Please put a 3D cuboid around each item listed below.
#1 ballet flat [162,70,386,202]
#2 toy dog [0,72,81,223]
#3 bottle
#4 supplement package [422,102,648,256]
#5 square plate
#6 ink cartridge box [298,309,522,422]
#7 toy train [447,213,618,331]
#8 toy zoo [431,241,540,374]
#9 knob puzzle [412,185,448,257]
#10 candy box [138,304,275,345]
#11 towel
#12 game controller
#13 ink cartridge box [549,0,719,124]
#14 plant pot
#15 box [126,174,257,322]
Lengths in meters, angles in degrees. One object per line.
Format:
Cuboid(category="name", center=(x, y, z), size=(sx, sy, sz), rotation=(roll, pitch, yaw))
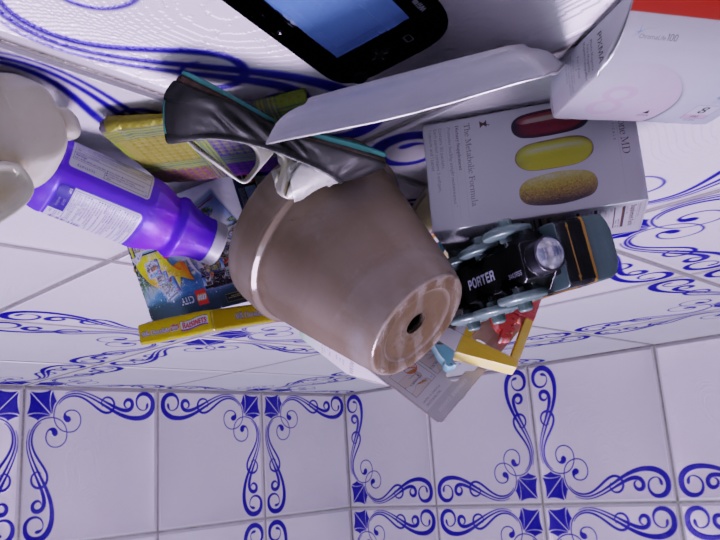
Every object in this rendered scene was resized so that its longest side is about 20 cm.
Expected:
Cuboid(category="ballet flat", center=(-0.075, -0.102, 0.650), size=(0.198, 0.069, 0.068), rotation=(18, -173, -21))
Cuboid(category="toy dog", center=(-0.348, -0.096, 0.613), size=(0.198, 0.141, 0.194), rotation=(-14, -160, 29))
Cuboid(category="bottle", center=(-0.230, -0.063, 0.765), size=(0.198, 0.066, 0.083), rotation=(23, 148, -28))
Cuboid(category="supplement package", center=(0.172, -0.091, 0.758), size=(0.197, 0.115, 0.109), rotation=(-9, 166, 15))
Cuboid(category="square plate", center=(0.050, -0.138, 0.577), size=(0.197, 0.029, 0.198), rotation=(-10, -167, 21))
Cuboid(category="ink cartridge box", center=(0.054, 0.066, 0.853), size=(0.161, 0.199, 0.050), rotation=(-43, 156, -28))
Cuboid(category="toy train", center=(0.152, 0.002, 0.730), size=(0.112, 0.086, 0.200), rotation=(-10, 170, -20))
Cuboid(category="toy zoo", center=(0.129, 0.026, 0.833), size=(0.130, 0.201, 0.021), rotation=(23, 149, 8))
Cuboid(category="knob puzzle", center=(0.132, -0.075, 0.939), size=(0.217, 0.031, 0.220), rotation=(-14, 153, -7))
Cuboid(category="candy box", center=(-0.148, 0.056, 0.874), size=(0.101, 0.027, 0.199), rotation=(-15, 175, 25))
Cuboid(category="towel", center=(-0.134, -0.125, 0.731), size=(0.197, 0.023, 0.144), rotation=(-6, 165, 7))
Cuboid(category="game controller", center=(-0.020, -0.182, 0.497), size=(0.103, 0.043, 0.199), rotation=(-12, 165, 28))
Cuboid(category="ink cartridge box", center=(0.263, -0.176, 0.589), size=(0.160, 0.058, 0.200), rotation=(0, 170, -15))
Cuboid(category="plant pot", center=(0.000, 0.000, 0.741), size=(0.199, 0.173, 0.202), rotation=(-32, 145, -26))
Cuboid(category="box", center=(-0.186, -0.023, 0.879), size=(0.198, 0.138, 0.038), rotation=(-13, -173, 35))
